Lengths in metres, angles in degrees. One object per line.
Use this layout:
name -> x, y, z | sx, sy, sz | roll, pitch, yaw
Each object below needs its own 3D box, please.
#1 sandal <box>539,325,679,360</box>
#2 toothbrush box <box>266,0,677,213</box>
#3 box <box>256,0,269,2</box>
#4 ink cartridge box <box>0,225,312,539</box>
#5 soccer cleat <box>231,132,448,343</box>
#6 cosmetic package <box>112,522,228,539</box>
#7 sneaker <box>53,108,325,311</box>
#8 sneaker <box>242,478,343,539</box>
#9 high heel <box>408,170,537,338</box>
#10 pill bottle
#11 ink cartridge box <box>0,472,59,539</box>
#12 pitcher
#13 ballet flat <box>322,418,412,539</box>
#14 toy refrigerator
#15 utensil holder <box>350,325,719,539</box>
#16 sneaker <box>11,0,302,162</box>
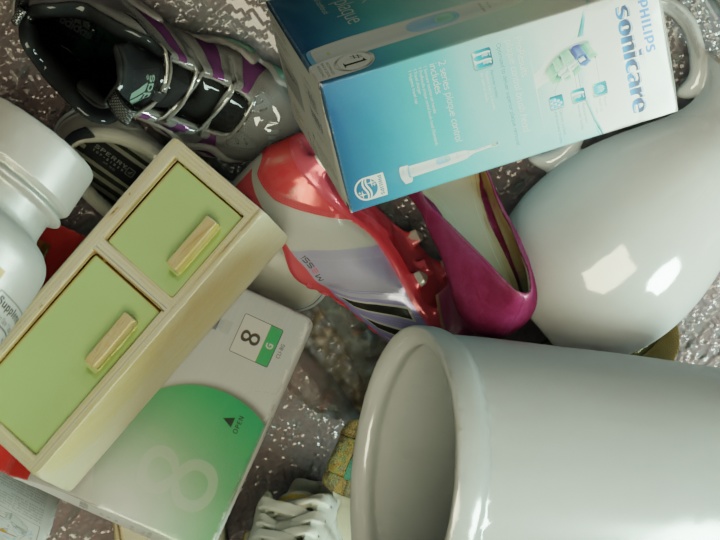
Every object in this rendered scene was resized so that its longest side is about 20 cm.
sandal -> 0.112, 0.079, 1.621 | 0.200, 0.054, 0.080 | -31, 101, -6
toothbrush box -> 0.062, -0.125, 1.452 | 0.200, 0.146, 0.085 | -16, 118, -6
box -> 0.018, -0.198, 1.432 | 0.160, 0.200, 0.044 | -16, 98, 5
ink cartridge box -> -0.150, 0.063, 1.527 | 0.200, 0.050, 0.161 | 25, 74, -4
soccer cleat -> 0.000, 0.000, 1.554 | 0.076, 0.067, 0.200 | -30, 115, 22
cosmetic package -> -0.119, 0.193, 1.626 | 0.073, 0.104, 0.200 | -4, 109, -2
sneaker -> -0.106, -0.029, 1.561 | 0.200, 0.071, 0.073 | 30, 107, -12
sneaker -> -0.048, 0.181, 1.576 | 0.076, 0.200, 0.081 | 0, 95, 9
high heel -> 0.059, -0.054, 1.502 | 0.067, 0.096, 0.200 | -1, 71, -21
pill bottle -> -0.244, 0.001, 1.429 | 0.114, 0.114, 0.200 | 38, 77, -14
ink cartridge box -> -0.264, 0.125, 1.544 | 0.162, 0.200, 0.050 | 31, 113, -12
pitcher -> 0.163, -0.055, 1.547 | 0.200, 0.121, 0.172 | -41, 85, 2
ballet flat -> 0.020, 0.166, 1.598 | 0.071, 0.071, 0.200 | -18, 142, 5
toy refrigerator -> -0.140, 0.026, 1.473 | 0.076, 0.070, 0.200 | 41, 87, 18
utensil holder -> 0.114, 0.125, 1.469 | 0.200, 0.170, 0.170 | 6, 111, -21
sneaker -> -0.121, -0.106, 1.494 | 0.200, 0.140, 0.078 | 26, 106, -10
